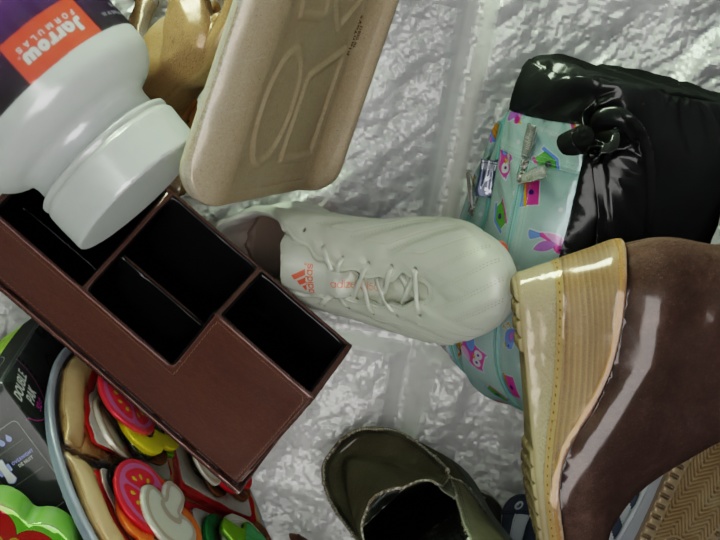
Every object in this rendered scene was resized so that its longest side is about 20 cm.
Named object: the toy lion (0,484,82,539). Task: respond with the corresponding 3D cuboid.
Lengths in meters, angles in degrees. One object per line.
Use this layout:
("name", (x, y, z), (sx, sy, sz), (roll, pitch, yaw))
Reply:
("toy lion", (-0.189, 0.214, 1.000), (0.199, 0.069, 0.192), (34, 99, -6))

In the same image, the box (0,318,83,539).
("box", (-0.177, 0.150, 1.087), (0.124, 0.149, 0.200), (-34, 101, 7))

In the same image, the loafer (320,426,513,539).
("loafer", (0.032, 0.133, 1.076), (0.075, 0.200, 0.070), (-46, 124, -6))

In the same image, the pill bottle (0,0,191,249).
("pill bottle", (-0.178, -0.111, 0.983), (0.111, 0.111, 0.200), (-43, 87, 5))

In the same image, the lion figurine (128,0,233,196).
("lion figurine", (-0.095, -0.114, 1.040), (0.072, 0.200, 0.123), (13, 66, -10))

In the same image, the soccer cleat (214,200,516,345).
("soccer cleat", (0.000, 0.000, 1.054), (0.077, 0.199, 0.070), (-3, 101, -42))

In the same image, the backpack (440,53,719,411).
("backpack", (0.127, -0.012, 1.077), (0.166, 0.126, 0.201), (5, 106, -36))

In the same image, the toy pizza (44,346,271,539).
("toy pizza", (-0.098, 0.120, 1.062), (0.032, 0.200, 0.201), (-31, 102, 18))

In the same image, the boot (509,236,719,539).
("boot", (0.165, 0.080, 0.993), (0.165, 0.072, 0.201), (-6, 105, -1))

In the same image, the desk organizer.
("desk organizer", (-0.108, 0.015, 1.039), (0.200, 0.072, 0.077), (41, 120, -1))

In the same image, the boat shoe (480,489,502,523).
("boat shoe", (0.090, 0.227, 1.155), (0.067, 0.057, 0.201), (-22, 93, 7))

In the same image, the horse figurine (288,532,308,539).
("horse figurine", (-0.026, 0.256, 1.144), (0.050, 0.133, 0.201), (6, 87, 7))

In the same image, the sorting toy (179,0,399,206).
("sorting toy", (-0.031, -0.129, 1.028), (0.036, 0.200, 0.186), (22, 100, 15))

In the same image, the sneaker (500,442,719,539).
("sneaker", (0.151, 0.126, 1.091), (0.070, 0.108, 0.201), (34, 89, -33))
